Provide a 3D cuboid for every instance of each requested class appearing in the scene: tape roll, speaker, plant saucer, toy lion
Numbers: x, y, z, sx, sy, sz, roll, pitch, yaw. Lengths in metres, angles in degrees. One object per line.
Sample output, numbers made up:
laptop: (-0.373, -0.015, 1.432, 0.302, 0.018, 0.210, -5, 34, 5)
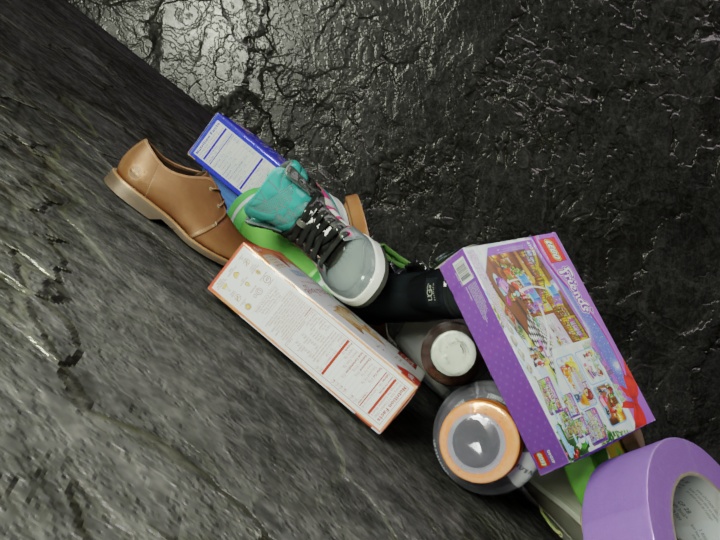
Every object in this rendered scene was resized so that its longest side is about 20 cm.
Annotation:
tape roll: (0.273, 0.246, 0.678, 0.200, 0.066, 0.201, 28, 45, -32)
speaker: (-0.076, -0.016, 0.949, 0.200, 0.089, 0.088, 43, 7, 33)
plant saucer: (0.000, 0.000, 1.070, 0.200, 0.032, 0.201, 169, -90, -87)
toy lion: (0.220, 0.148, 0.798, 0.192, 0.069, 0.200, 56, 25, -21)

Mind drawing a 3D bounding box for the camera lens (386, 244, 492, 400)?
camera lens: (0.142, 0.081, 0.974, 0.200, 0.160, 0.160, 49, 8, 13)

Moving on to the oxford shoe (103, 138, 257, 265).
oxford shoe: (-0.163, -0.061, 0.846, 0.200, 0.071, 0.071, 38, 4, -27)

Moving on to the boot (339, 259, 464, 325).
boot: (0.094, 0.018, 0.861, 0.168, 0.077, 0.200, -2, 1, 44)

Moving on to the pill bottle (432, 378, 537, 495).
pill bottle: (0.131, 0.158, 0.784, 0.106, 0.106, 0.200, 40, 7, 18)

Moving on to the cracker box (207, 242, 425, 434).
cracker box: (-0.034, 0.059, 0.757, 0.200, 0.058, 0.134, 40, 3, 7)

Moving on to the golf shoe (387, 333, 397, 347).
golf shoe: (0.061, 0.060, 1.179, 0.200, 0.097, 0.078, 41, 5, 15)

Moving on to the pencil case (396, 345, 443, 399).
pencil case: (0.139, 0.140, 1.085, 0.200, 0.083, 0.091, 38, 24, 7)

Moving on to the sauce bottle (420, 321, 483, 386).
sauce bottle: (0.092, 0.082, 0.797, 0.066, 0.066, 0.200, 39, -3, 7)

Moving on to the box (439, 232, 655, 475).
box: (0.168, 0.066, 0.725, 0.137, 0.039, 0.200, -10, 68, -40)

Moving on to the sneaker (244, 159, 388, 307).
sneaker: (-0.053, -0.047, 0.813, 0.121, 0.084, 0.200, 30, 13, -36)

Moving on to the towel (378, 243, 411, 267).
towel: (0.019, 0.001, 1.317, 0.149, 0.031, 0.200, 32, -18, -31)

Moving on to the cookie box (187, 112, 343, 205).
cookie box: (-0.124, -0.123, 1.145, 0.200, 0.075, 0.171, 39, 6, 5)

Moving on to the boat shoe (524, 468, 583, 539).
boat shoe: (0.224, 0.251, 0.872, 0.072, 0.060, 0.202, -13, 36, -32)

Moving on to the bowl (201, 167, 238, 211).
bowl: (-0.157, -0.082, 1.194, 0.200, 0.039, 0.201, 38, 5, -4)
